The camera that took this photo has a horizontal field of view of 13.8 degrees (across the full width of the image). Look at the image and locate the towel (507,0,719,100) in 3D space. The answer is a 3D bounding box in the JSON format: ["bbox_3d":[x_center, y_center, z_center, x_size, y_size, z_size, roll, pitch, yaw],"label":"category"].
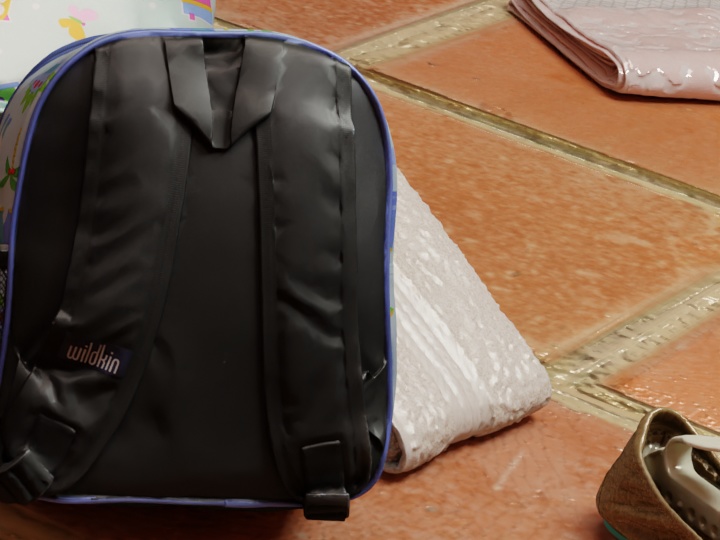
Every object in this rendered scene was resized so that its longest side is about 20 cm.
[{"bbox_3d":[0.226,-0.159,2.057,0.199,0.032,0.191,0,24,-24],"label":"towel"}]

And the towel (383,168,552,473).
[{"bbox_3d":[0.000,0.000,1.421,0.132,0.035,0.200,-19,67,-50],"label":"towel"}]

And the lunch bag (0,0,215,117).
[{"bbox_3d":[-0.179,-0.115,1.542,0.199,0.122,0.171,8,57,-12],"label":"lunch bag"}]

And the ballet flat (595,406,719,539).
[{"bbox_3d":[0.170,0.116,1.275,0.067,0.073,0.200,0,24,-29],"label":"ballet flat"}]

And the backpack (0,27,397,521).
[{"bbox_3d":[-0.079,-0.003,1.280,0.182,0.201,0.147,3,3,-14],"label":"backpack"}]
